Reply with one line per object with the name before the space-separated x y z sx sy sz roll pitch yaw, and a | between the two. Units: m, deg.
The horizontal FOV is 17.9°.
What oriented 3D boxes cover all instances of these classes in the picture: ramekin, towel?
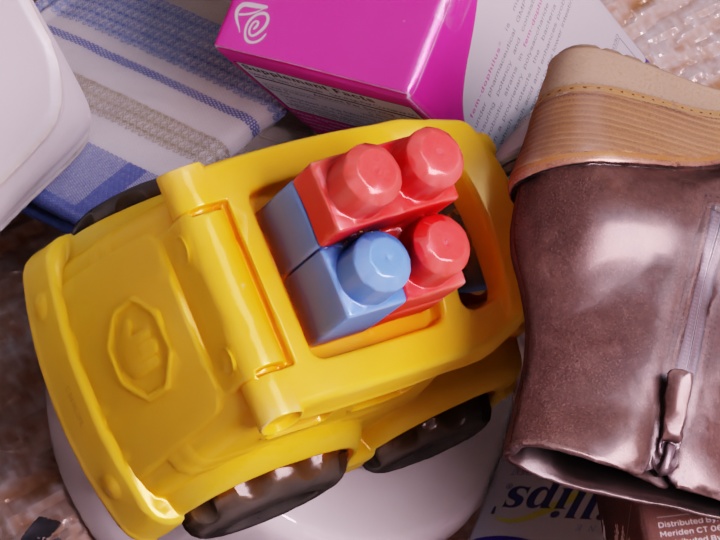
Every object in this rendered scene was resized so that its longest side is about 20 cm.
ramekin | -0.029 0.052 1.009 0.200 0.098 0.201 13 62 -27
towel | -0.100 -0.086 1.025 0.147 0.024 0.200 24 46 27

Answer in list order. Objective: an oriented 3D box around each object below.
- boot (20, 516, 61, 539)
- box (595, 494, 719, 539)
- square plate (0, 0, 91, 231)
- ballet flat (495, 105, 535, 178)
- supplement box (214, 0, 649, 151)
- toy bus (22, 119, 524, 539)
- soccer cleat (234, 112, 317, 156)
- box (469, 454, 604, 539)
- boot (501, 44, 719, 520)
boot | -0.105 0.198 0.909 0.162 0.073 0.199 5 89 -15
box | 0.128 0.066 0.882 0.075 0.100 0.200 -5 52 -1
square plate | -0.182 -0.088 0.856 0.200 0.028 0.198 64 34 -23
ballet flat | 0.107 -0.055 0.985 0.200 0.067 0.064 13 67 -59
supplement box | 0.038 -0.094 0.998 0.200 0.103 0.101 38 71 -60
toy bus | 0.000 0.000 0.870 0.200 0.192 0.136 -15 76 -36
soccer cleat | -0.004 -0.073 1.103 0.200 0.069 0.078 -36 93 -41
box | 0.144 0.119 1.034 0.184 0.105 0.200 60 42 -40
boot | 0.144 0.015 0.828 0.199 0.072 0.167 13 64 -15
